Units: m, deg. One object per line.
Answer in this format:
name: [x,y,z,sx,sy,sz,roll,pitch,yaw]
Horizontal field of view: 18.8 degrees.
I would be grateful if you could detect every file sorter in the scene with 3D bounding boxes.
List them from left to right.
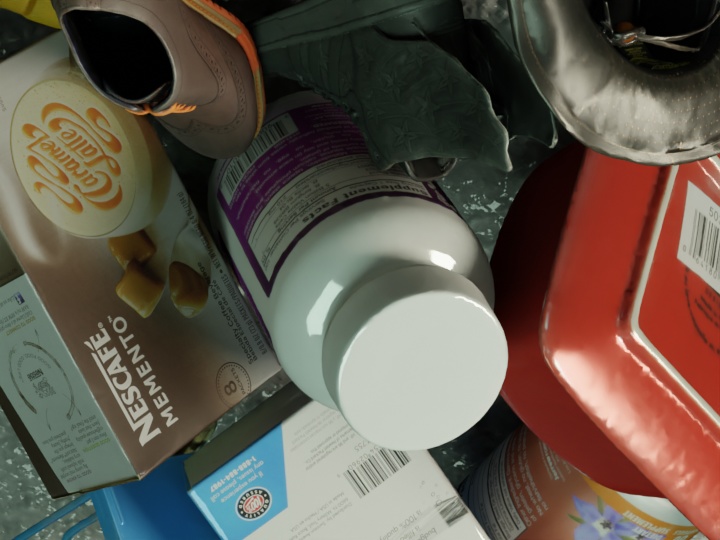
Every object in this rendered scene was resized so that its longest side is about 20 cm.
file sorter: [-0.089,0.186,1.246,0.122,0.140,0.199,-32,163,39]

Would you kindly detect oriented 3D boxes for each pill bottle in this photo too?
pill bottle: [0.000,0.000,1.052,0.111,0.200,0.113,-8,121,-15]
pill bottle: [0.117,0.143,1.247,0.112,0.113,0.200,28,131,-15]

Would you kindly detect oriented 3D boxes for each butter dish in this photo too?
butter dish: [0.125,0.026,1.099,0.147,0.201,0.200,-14,134,42]

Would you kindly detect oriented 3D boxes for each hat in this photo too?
hat: [0.117,-0.149,0.981,0.201,0.201,0.081,45,162,-28]

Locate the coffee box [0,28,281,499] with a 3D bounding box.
coffee box: [-0.140,-0.006,1.054,0.079,0.114,0.201,-18,102,46]

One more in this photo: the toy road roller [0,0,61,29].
toy road roller: [-0.175,-0.195,0.991,0.145,0.124,0.200,15,135,-24]

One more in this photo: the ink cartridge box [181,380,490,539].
ink cartridge box: [0.007,0.156,1.165,0.116,0.068,0.201,-35,102,-2]

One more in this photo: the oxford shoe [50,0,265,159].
oxford shoe: [-0.097,-0.094,0.994,0.071,0.073,0.200,-8,151,18]

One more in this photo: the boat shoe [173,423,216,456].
boat shoe: [-0.113,0.083,1.219,0.073,0.063,0.200,19,158,-1]

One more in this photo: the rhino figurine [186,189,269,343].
rhino figurine: [-0.043,0.012,1.193,0.198,0.060,0.088,18,136,-8]

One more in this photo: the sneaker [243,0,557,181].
sneaker: [0.011,-0.085,1.021,0.199,0.060,0.105,-14,96,57]
